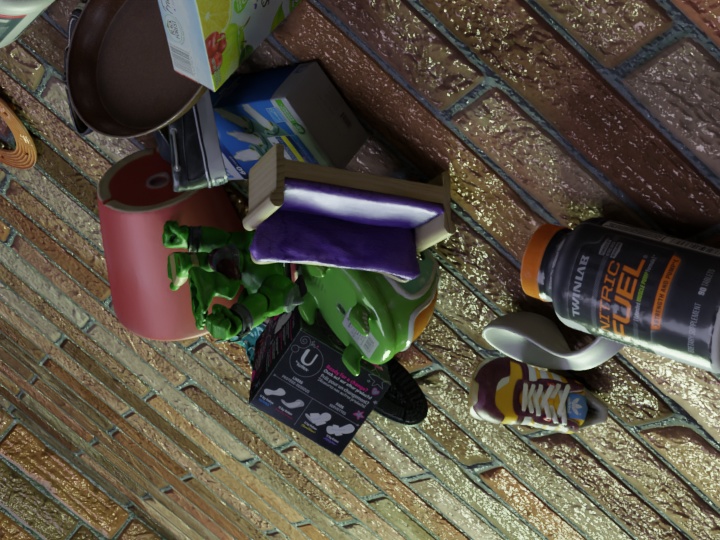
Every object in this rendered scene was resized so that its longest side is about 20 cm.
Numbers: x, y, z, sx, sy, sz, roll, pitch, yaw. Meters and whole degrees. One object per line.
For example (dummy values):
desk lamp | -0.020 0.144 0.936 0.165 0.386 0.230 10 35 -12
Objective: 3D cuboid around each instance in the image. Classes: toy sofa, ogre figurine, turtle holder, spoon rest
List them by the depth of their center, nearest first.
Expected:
toy sofa | -0.010 -0.053 1.183 0.199 0.098 0.083 8 162 -24
spoon rest | 0.205 0.075 1.259 0.099 0.061 0.200 32 155 -22
turtle holder | 0.003 0.010 1.321 0.185 0.131 0.141 37 150 38
ogre figurine | -0.139 0.005 1.323 0.200 0.119 0.099 -150 57 -62

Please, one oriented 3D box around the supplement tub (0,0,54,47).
supplement tub | -0.404 -0.318 1.287 0.140 0.141 0.200 46 151 -18

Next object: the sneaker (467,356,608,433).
sneaker | 0.196 0.138 1.305 0.090 0.075 0.199 7 178 38

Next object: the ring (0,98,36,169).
ring | -0.545 -0.226 1.735 0.200 0.019 0.201 29 153 16

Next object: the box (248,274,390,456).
box | -0.048 0.109 1.448 0.132 0.115 0.200 32 -165 -12

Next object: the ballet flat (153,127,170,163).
ballet flat | -0.212 -0.182 1.353 0.073 0.073 0.200 25 157 22

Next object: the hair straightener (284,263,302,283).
hair straightener | -0.109 -0.004 1.539 0.077 0.041 0.200 26 151 19

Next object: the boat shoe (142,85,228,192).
boat shoe | -0.189 -0.176 1.225 0.074 0.068 0.201 132 125 -80

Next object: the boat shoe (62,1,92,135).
boat shoe | -0.316 -0.228 1.406 0.072 0.065 0.200 34 152 9

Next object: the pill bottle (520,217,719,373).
pill bottle | 0.245 0.014 1.076 0.199 0.106 0.107 17 147 33

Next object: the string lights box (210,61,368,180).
string lights box | -0.096 -0.154 1.267 0.199 0.059 0.103 1 137 49

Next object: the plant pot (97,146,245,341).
plant pot | -0.232 -0.044 1.480 0.200 0.200 0.178 19 137 31

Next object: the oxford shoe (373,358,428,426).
oxford shoe | 0.018 0.155 1.614 0.200 0.073 0.085 33 158 35

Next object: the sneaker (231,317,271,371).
sneaker | -0.130 0.121 1.719 0.199 0.080 0.078 30 153 14

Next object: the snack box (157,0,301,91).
snack box | -0.112 -0.271 1.011 0.053 0.142 0.200 28 152 19

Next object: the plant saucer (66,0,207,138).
plant saucer | -0.203 -0.220 1.175 0.199 0.201 0.034 17 176 34
